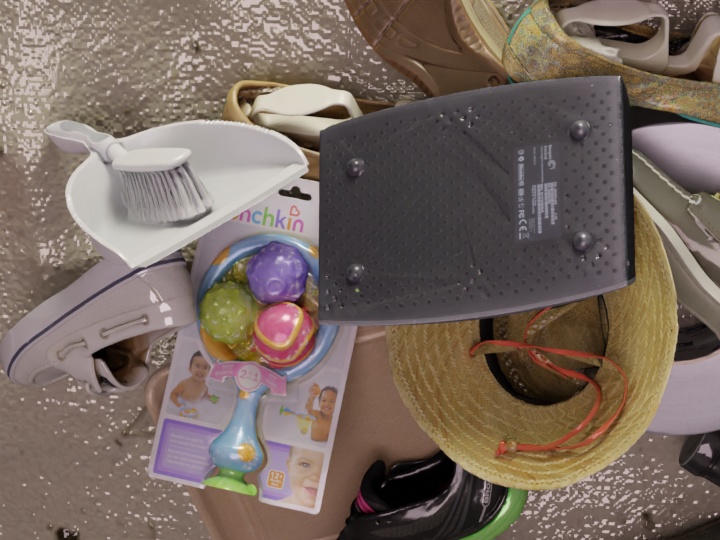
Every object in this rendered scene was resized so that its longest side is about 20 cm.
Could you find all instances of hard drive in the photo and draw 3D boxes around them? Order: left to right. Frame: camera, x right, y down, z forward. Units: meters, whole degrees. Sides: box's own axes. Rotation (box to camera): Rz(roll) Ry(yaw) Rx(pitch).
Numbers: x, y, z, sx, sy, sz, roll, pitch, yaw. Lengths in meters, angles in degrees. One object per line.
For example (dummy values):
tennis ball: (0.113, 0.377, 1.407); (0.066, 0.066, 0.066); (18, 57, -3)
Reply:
hard drive: (0.068, -0.035, 1.198); (0.198, 0.042, 0.136); (-8, 74, 29)

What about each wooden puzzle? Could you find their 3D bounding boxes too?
wooden puzzle: (-0.020, 0.109, 1.347); (0.198, 0.037, 0.186); (-17, 124, 7)

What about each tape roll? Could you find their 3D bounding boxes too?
tape roll: (0.198, -0.001, 1.293); (0.198, 0.066, 0.202); (2, 106, 6)

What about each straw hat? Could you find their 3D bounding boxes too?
straw hat: (0.117, 0.038, 1.228); (0.199, 0.085, 0.203); (-8, 74, 30)

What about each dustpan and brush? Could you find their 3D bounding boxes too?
dustpan and brush: (-0.141, -0.063, 1.271); (0.139, 0.199, 0.058); (-32, 112, -27)

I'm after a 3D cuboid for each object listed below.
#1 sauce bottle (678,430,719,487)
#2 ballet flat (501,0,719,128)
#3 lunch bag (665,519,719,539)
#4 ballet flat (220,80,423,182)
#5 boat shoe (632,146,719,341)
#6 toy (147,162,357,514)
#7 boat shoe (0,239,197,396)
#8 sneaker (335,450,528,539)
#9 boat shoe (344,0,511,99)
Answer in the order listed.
sauce bottle: (0.299, 0.160, 1.330); (0.199, 0.065, 0.065); (29, 108, -4)
ballet flat: (0.183, -0.126, 1.216); (0.198, 0.071, 0.071); (7, 108, -15)
lunch bag: (0.199, 0.257, 1.300); (0.163, 0.200, 0.118); (-21, 103, 11)
ballet flat: (0.007, -0.082, 1.285); (0.198, 0.069, 0.063); (5, 143, 6)
boat shoe: (0.212, -0.007, 1.223); (0.060, 0.072, 0.202); (-43, 86, -12)
toy: (-0.062, 0.040, 1.264); (0.114, 0.047, 0.202); (11, 89, 12)
boat shoe: (-0.165, 0.047, 1.307); (0.200, 0.071, 0.070); (-33, 75, 45)
sneaker: (0.015, 0.168, 1.331); (0.200, 0.077, 0.084); (-41, 112, 11)
boat shoe: (0.053, -0.144, 1.270); (0.071, 0.064, 0.201); (-35, 83, 22)
